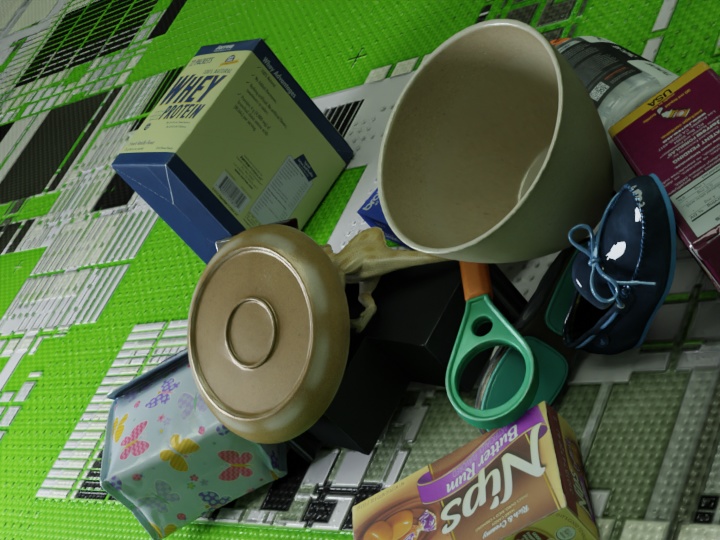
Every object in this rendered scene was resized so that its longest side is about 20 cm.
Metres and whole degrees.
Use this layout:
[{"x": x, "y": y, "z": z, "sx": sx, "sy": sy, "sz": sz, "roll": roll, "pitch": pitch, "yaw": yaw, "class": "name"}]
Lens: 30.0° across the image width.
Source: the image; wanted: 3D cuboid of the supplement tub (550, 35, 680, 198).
[{"x": 0.233, "y": -0.148, "z": 1.269, "sx": 0.122, "sy": 0.123, "sz": 0.200, "roll": -43, "pitch": 31, "yaw": 2, "class": "supplement tub"}]

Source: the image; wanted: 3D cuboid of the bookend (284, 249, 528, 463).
[{"x": 0.031, "y": 0.087, "z": 1.256, "sx": 0.199, "sy": 0.092, "sz": 0.200, "roll": 4, "pitch": 57, "yaw": 50, "class": "bookend"}]

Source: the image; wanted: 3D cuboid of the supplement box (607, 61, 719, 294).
[{"x": 0.297, "y": -0.056, "z": 1.076, "sx": 0.103, "sy": 0.131, "sz": 0.201, "roll": -35, "pitch": 33, "yaw": 12, "class": "supplement box"}]

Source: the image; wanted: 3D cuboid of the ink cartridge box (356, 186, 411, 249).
[{"x": 0.091, "y": -0.117, "z": 1.476, "sx": 0.201, "sy": 0.044, "sz": 0.094, "roll": -50, "pitch": 29, "yaw": -9, "class": "ink cartridge box"}]

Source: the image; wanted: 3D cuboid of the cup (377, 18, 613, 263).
[{"x": 0.132, "y": -0.088, "z": 1.135, "sx": 0.199, "sy": 0.142, "sz": 0.203, "roll": -24, "pitch": 55, "yaw": 39, "class": "cup"}]

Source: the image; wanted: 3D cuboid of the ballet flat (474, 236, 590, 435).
[{"x": 0.158, "y": 0.062, "z": 1.172, "sx": 0.073, "sy": 0.073, "sz": 0.201, "roll": 15, "pitch": 70, "yaw": 55, "class": "ballet flat"}]

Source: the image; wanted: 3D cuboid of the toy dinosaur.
[{"x": 0.000, "y": 0.000, "z": 1.246, "sx": 0.198, "sy": 0.058, "sz": 0.102, "roll": 0, "pitch": 52, "yaw": 47, "class": "toy dinosaur"}]

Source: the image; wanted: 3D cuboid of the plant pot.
[{"x": -0.094, "y": 0.057, "z": 1.236, "sx": 0.198, "sy": 0.027, "sz": 0.203, "roll": -5, "pitch": 83, "yaw": 38, "class": "plant pot"}]

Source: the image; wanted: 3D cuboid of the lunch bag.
[{"x": -0.173, "y": 0.148, "z": 1.392, "sx": 0.168, "sy": 0.128, "sz": 0.201, "roll": -27, "pitch": 31, "yaw": 15, "class": "lunch bag"}]

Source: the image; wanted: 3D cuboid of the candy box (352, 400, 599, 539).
[{"x": 0.088, "y": 0.204, "z": 1.084, "sx": 0.199, "sy": 0.056, "sz": 0.117, "roll": -33, "pitch": 32, "yaw": 21, "class": "candy box"}]

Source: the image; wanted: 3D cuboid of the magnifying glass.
[{"x": 0.104, "y": 0.043, "z": 1.143, "sx": 0.079, "sy": 0.022, "sz": 0.202, "roll": -20, "pitch": 49, "yaw": 18, "class": "magnifying glass"}]

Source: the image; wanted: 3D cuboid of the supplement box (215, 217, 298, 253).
[{"x": -0.094, "y": 0.009, "z": 1.391, "sx": 0.060, "sy": 0.110, "sz": 0.200, "roll": -11, "pitch": 4, "yaw": 6, "class": "supplement box"}]

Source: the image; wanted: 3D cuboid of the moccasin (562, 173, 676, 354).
[{"x": 0.200, "y": 0.009, "z": 1.060, "sx": 0.067, "sy": 0.201, "sz": 0.081, "roll": -9, "pitch": 48, "yaw": -8, "class": "moccasin"}]

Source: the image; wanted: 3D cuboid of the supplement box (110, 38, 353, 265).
[{"x": -0.152, "y": -0.136, "z": 1.633, "sx": 0.133, "sy": 0.200, "sz": 0.201, "roll": 5, "pitch": 55, "yaw": 50, "class": "supplement box"}]
